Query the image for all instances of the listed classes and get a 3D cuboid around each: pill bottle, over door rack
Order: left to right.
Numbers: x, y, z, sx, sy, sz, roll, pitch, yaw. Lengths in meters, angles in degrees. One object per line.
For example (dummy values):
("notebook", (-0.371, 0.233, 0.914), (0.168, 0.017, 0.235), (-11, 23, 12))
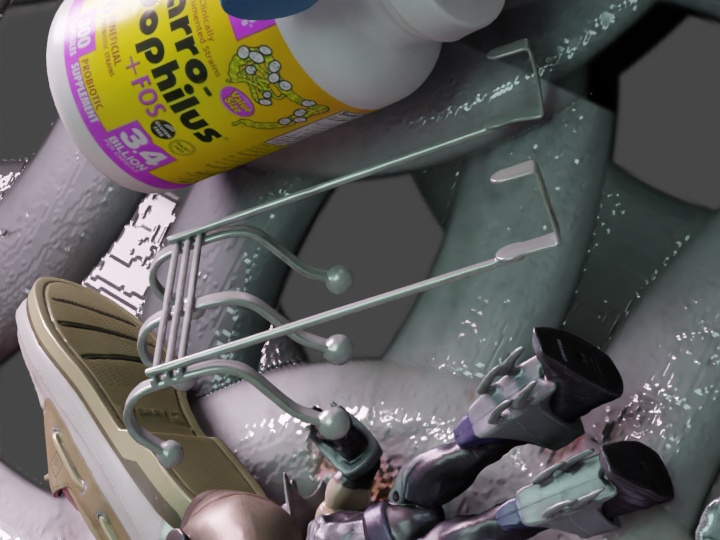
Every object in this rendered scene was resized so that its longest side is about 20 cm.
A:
("pill bottle", (-0.036, -0.109, 1.303), (0.200, 0.104, 0.104), (-20, 62, 37))
("over door rack", (0.000, 0.000, 1.236), (0.200, 0.067, 0.148), (-29, 22, 13))

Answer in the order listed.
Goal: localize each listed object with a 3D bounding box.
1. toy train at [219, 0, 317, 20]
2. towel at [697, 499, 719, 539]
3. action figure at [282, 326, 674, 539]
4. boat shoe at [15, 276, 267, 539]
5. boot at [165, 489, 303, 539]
("toy train", (0.019, -0.182, 1.192), (0.200, 0.085, 0.116), (-18, 74, 16))
("towel", (0.198, 0.172, 0.992), (0.086, 0.166, 0.200), (-50, 50, 13))
("action figure", (0.025, 0.102, 1.219), (0.200, 0.069, 0.130), (-34, 66, 28))
("boat shoe", (-0.111, 0.077, 1.321), (0.068, 0.075, 0.200), (-61, 38, 20))
("boot", (-0.053, 0.181, 1.172), (0.146, 0.070, 0.200), (-121, 29, -72))
